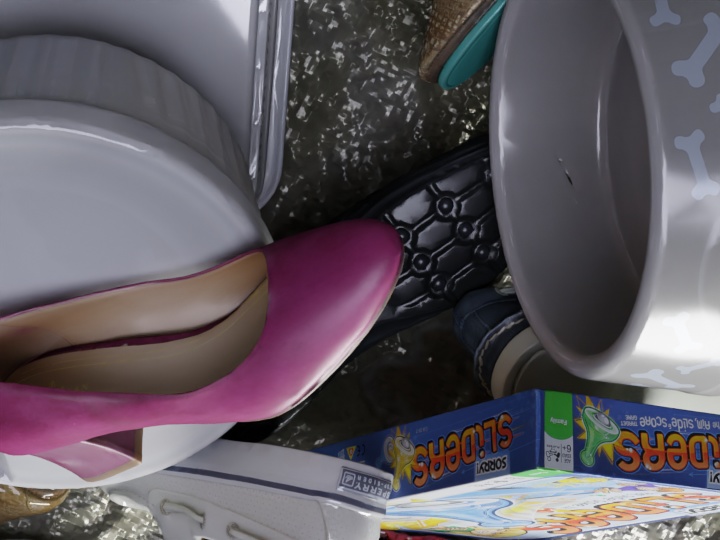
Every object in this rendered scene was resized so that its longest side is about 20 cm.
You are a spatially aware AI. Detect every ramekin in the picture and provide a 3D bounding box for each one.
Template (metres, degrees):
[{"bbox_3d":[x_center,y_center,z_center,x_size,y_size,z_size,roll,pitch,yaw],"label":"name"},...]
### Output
[{"bbox_3d":[-0.133,-0.009,0.898,0.200,0.095,0.204,-1,129,-2],"label":"ramekin"}]

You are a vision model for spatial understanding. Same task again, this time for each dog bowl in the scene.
[{"bbox_3d":[0.108,-0.047,0.846,0.058,0.200,0.202,-6,115,-17],"label":"dog bowl"}]

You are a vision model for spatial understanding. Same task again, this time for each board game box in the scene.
[{"bbox_3d":[0.077,0.091,0.937,0.134,0.200,0.035,9,74,-28],"label":"board game box"}]

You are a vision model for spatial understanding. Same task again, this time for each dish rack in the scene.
[{"bbox_3d":[-0.113,-0.109,0.928,0.170,0.044,0.202,3,115,-5],"label":"dish rack"}]

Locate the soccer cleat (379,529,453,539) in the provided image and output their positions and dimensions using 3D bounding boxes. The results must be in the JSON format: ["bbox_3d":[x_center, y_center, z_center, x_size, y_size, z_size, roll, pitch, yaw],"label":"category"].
[{"bbox_3d":[0.009,0.151,1.029,0.199,0.069,0.073,19,132,-15],"label":"soccer cleat"}]

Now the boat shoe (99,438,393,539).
[{"bbox_3d":[-0.063,0.115,0.954,0.071,0.199,0.070,21,77,-40],"label":"boat shoe"}]

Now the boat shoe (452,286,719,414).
[{"bbox_3d":[0.129,0.040,0.980,0.199,0.062,0.075,1,124,-34],"label":"boat shoe"}]

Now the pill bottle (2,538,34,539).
[{"bbox_3d":[-0.179,0.244,1.047,0.105,0.106,0.201,16,112,-10],"label":"pill bottle"}]

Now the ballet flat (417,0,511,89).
[{"bbox_3d":[0.085,-0.167,0.910,0.200,0.070,0.065,-44,82,12],"label":"ballet flat"}]

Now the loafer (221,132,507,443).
[{"bbox_3d":[0.000,0.000,0.967,0.200,0.070,0.068,-38,114,8],"label":"loafer"}]

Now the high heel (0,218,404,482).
[{"bbox_3d":[-0.079,0.023,0.817,0.199,0.068,0.096,-34,133,27],"label":"high heel"}]

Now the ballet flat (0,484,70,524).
[{"bbox_3d":[-0.227,0.059,0.994,0.199,0.068,0.072,37,127,-21],"label":"ballet flat"}]
